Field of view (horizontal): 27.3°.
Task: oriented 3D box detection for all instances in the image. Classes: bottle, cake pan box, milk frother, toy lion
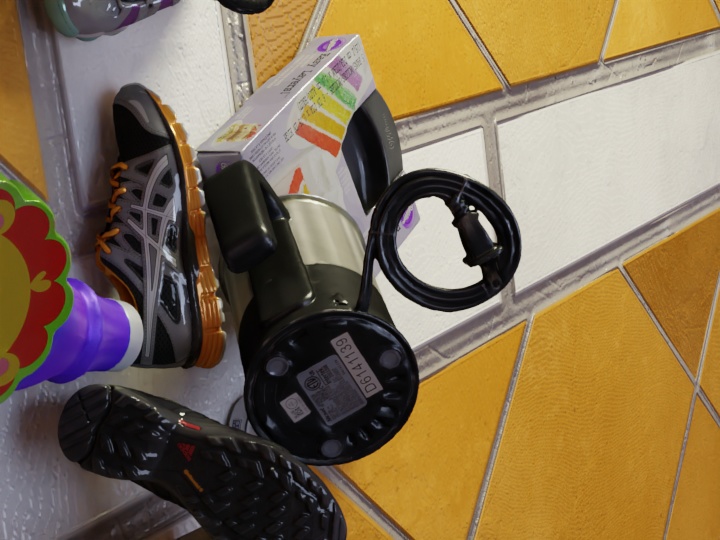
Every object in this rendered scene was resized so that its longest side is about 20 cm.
[{"bbox_3d":[-0.213,0.032,0.889,0.199,0.084,0.065,10,37,-56],"label":"bottle"},{"bbox_3d":[-0.034,-0.067,1.192,0.200,0.052,0.185,-50,132,-44],"label":"cake pan box"},{"bbox_3d":[0.000,0.000,1.025,0.188,0.198,0.182,-112,-171,-61],"label":"milk frother"},{"bbox_3d":[-0.239,0.043,0.764,0.191,0.069,0.201,-13,126,-40],"label":"toy lion"}]

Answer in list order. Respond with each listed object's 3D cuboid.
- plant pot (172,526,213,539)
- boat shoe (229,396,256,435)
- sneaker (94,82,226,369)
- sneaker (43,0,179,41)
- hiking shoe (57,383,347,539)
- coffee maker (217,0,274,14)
[{"bbox_3d":[-0.104,0.254,0.983,0.183,0.199,0.202,-28,114,-66],"label":"plant pot"},{"bbox_3d":[-0.022,0.109,1.194,0.200,0.065,0.074,-31,115,-52],"label":"boat shoe"},{"bbox_3d":[-0.146,-0.028,1.003,0.077,0.078,0.202,-10,84,-17],"label":"sneaker"},{"bbox_3d":[-0.110,-0.214,0.991,0.200,0.139,0.078,-46,127,-47],"label":"sneaker"},{"bbox_3d":[-0.097,0.125,0.966,0.076,0.199,0.101,-60,-176,3],"label":"hiking shoe"},{"bbox_3d":[-0.132,-0.260,0.884,0.135,0.199,0.193,67,43,-58],"label":"coffee maker"}]
